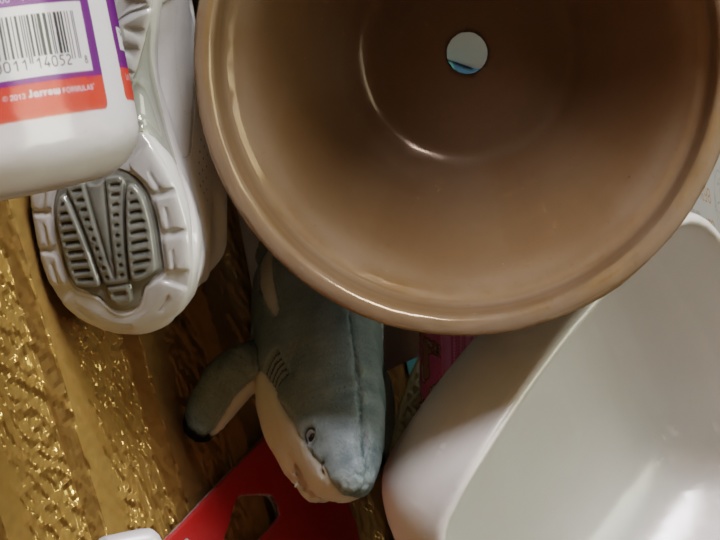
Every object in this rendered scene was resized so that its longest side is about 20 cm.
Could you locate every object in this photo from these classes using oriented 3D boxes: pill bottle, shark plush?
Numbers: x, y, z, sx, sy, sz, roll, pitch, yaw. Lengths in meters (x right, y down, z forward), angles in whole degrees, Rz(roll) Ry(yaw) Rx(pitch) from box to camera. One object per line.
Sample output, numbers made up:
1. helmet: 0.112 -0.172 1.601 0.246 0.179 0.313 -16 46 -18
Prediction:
1. pill bottle: -0.139 -0.119 0.622 0.112 0.111 0.202 -17 96 -65
2. shark plush: 0.000 0.000 0.835 0.090 0.083 0.202 22 70 -14

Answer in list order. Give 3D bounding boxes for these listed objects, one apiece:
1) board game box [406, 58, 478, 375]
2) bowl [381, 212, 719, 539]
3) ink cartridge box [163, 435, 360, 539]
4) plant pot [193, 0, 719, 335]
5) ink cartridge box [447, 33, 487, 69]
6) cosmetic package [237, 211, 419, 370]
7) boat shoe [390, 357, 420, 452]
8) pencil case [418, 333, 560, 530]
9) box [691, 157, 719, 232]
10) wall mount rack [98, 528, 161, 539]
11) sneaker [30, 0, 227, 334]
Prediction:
1. board game box: 0.061 -0.016 1.101 0.151 0.047 0.202 -26 106 -65
2. bowl: 0.096 0.087 0.861 0.200 0.074 0.200 -48 131 -21
3. ink cartridge box: -0.017 0.166 0.869 0.200 0.044 0.178 -44 122 -62
4. plant pot: 0.041 -0.082 0.768 0.093 0.199 0.203 -56 133 -81
5. ink cartridge box: 0.034 -0.217 1.018 0.146 0.084 0.202 5 66 -61
6. cosmetic package: -0.024 -0.050 0.922 0.082 0.050 0.202 -16 97 -68
7. boat shoe: 0.057 0.126 1.016 0.062 0.074 0.202 7 80 -70
8. pencil case: 0.059 0.021 0.913 0.083 0.086 0.202 -139 -135 -63
9. box: 0.170 0.002 1.260 0.152 0.105 0.202 11 72 -64
10. wall mount rack: -0.123 0.156 0.604 0.173 0.074 0.202 -6 88 -66
11. sneaker: -0.091 -0.082 0.777 0.099 0.077 0.202 -35 123 -70
